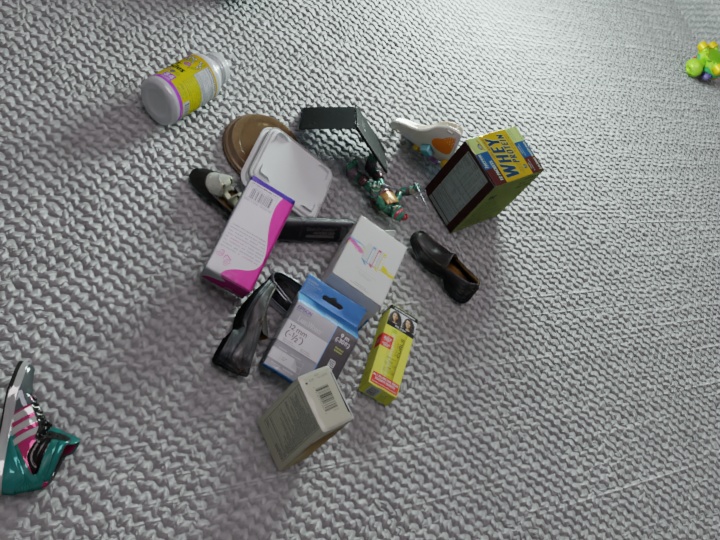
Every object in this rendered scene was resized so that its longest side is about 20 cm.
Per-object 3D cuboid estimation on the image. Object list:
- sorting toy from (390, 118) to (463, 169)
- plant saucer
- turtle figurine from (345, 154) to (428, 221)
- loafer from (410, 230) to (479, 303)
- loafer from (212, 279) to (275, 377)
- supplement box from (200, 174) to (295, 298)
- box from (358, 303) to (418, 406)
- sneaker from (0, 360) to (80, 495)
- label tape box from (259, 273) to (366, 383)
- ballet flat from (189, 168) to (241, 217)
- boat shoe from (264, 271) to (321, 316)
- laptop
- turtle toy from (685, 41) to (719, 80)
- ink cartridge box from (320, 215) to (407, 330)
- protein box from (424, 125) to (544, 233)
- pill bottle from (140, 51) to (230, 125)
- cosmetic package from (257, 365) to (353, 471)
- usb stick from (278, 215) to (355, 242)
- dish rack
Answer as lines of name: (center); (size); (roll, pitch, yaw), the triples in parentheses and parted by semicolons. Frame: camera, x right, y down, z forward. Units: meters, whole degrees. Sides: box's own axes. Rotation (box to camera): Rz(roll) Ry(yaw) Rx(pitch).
sorting toy: (0.161, -0.341, 1.944); (0.177, 0.109, 0.200); (25, 16, 3)
plant saucer: (-0.212, -0.273, 1.727); (0.196, 0.029, 0.205); (16, 54, -23)
turtle figurine: (0.058, -0.182, 1.788); (0.200, 0.102, 0.148); (47, 29, 25)
loafer: (0.198, -0.021, 1.779); (0.200, 0.072, 0.073); (45, 50, 2)
loafer: (-0.206, 0.109, 1.467); (0.072, 0.073, 0.203); (35, 60, -14)
supplement box: (-0.220, -0.062, 1.498); (0.100, 0.103, 0.204); (29, 72, -12)
box: (0.059, 0.173, 1.598); (0.074, 0.050, 0.203); (31, 51, -12)
sneaker: (-0.493, 0.245, 1.193); (0.118, 0.084, 0.205); (9, 65, -20)
label tape box: (-0.084, 0.126, 1.480); (0.141, 0.066, 0.203); (31, 78, -9)
ballet flat: (-0.267, -0.153, 1.591); (0.199, 0.068, 0.068); (42, 49, -1)
boat shoe: (-0.106, 0.074, 1.547); (0.199, 0.068, 0.072); (40, 49, -3)
laptop: (-0.038, -0.308, 1.805); (0.201, 0.114, 0.188); (53, 15, -22)
turtle toy: (1.310, -0.782, 2.923); (0.196, 0.101, 0.148); (-12, 68, -35)
ink cartridge box: (0.000, 0.000, 1.619); (0.124, 0.129, 0.202); (33, 49, -8)
protein box: (0.301, -0.223, 1.893); (0.196, 0.200, 0.137); (-21, 72, -38)
pill bottle: (-0.370, -0.400, 1.660); (0.104, 0.104, 0.200); (43, 48, 1)
cosmetic package: (-0.100, 0.261, 1.347); (0.070, 0.200, 0.107); (-16, 70, -37)
usb stick: (-0.097, -0.089, 1.667); (0.195, 0.057, 0.033); (1, 25, -31)
dish rack: (-0.150, -0.209, 1.682); (0.198, 0.043, 0.175); (36, 55, -22)
